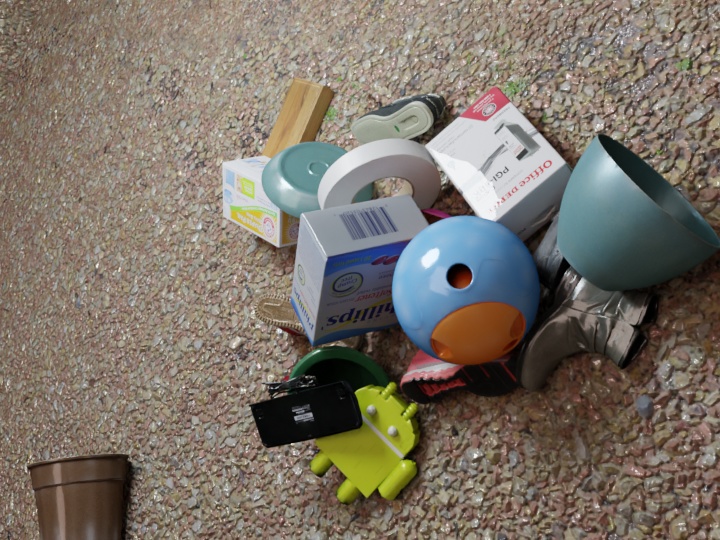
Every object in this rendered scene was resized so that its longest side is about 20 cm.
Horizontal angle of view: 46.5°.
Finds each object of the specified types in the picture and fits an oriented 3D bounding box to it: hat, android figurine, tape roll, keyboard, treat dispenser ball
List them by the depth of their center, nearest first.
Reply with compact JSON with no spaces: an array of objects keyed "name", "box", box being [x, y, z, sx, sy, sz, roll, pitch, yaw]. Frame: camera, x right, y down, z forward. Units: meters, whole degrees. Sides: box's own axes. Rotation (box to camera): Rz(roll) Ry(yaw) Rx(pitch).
[{"name":"treat dispenser ball","box":[0.142,0.027,1.136,0.200,0.200,0.203,-16,65,38]},{"name":"android figurine","box":[0.010,0.262,1.295,0.182,0.041,0.200,45,106,14]},{"name":"keyboard","box":[-0.084,0.210,1.309,0.199,0.040,0.105,-17,91,30]},{"name":"tape roll","box":[0.030,-0.127,1.340,0.202,0.202,0.037,-38,53,26]},{"name":"hat","box":[-0.034,0.181,1.412,0.199,0.176,0.167,22,103,3]}]

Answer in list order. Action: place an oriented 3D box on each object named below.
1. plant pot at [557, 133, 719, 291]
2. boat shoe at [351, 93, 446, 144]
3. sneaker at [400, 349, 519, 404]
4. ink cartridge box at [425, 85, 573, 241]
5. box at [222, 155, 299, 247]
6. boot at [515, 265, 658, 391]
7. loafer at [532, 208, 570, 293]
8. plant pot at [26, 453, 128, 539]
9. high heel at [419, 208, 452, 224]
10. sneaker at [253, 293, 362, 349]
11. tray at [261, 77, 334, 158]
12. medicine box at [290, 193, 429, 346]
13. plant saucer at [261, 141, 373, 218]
[{"name":"plant pot","box":[0.325,-0.053,1.046,0.135,0.199,0.201,-50,48,25]},{"name":"boat shoe","box":[0.065,-0.261,1.464,0.199,0.072,0.068,-8,33,48]},{"name":"sneaker","box":[0.151,0.133,1.227,0.199,0.074,0.087,-12,40,30]},{"name":"ink cartridge box","box":[0.211,-0.154,1.247,0.147,0.083,0.201,-40,51,10]},{"name":"box","box":[-0.165,-0.132,1.566,0.199,0.101,0.113,27,123,45]},{"name":"boot","box":[0.298,0.095,1.110,0.130,0.067,0.201,34,100,38]},{"name":"loafer","box":[0.294,-0.070,1.167,0.072,0.073,0.201,33,97,49]},{"name":"plant pot","box":[-0.567,0.484,1.694,0.199,0.199,0.200,-20,69,37]},{"name":"high heel","box":[0.161,-0.033,1.257,0.199,0.096,0.068,31,96,44]},{"name":"sneaker","box":[-0.079,0.093,1.468,0.199,0.112,0.072,20,86,15]},{"name":"tray","box":[-0.132,-0.276,1.659,0.098,0.037,0.201,26,93,45]},{"name":"medicine box","box":[0.000,0.000,1.282,0.201,0.181,0.103,101,149,-45]},{"name":"plant saucer","box":[-0.073,-0.166,1.464,0.036,0.198,0.201,102,150,-46]}]
